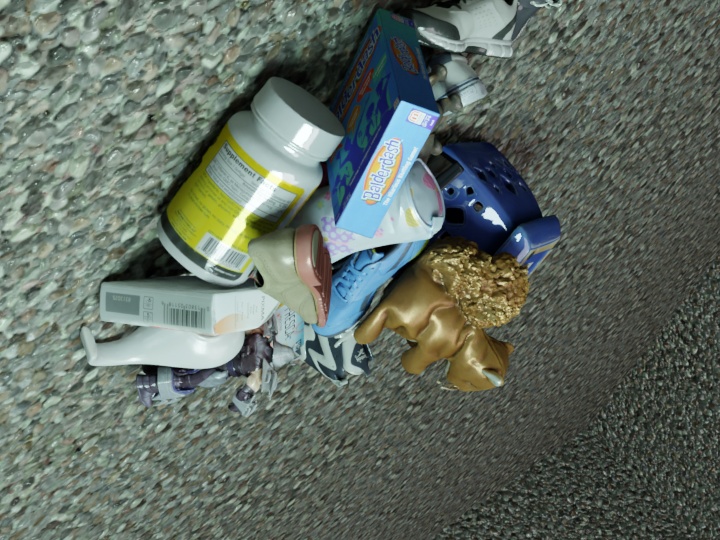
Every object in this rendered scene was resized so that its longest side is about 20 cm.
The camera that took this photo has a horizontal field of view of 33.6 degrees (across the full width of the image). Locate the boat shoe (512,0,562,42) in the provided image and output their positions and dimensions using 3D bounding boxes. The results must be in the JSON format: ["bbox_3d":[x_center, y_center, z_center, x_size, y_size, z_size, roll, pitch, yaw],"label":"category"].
[{"bbox_3d":[0.209,-0.335,1.394,0.073,0.063,0.200,-23,151,-41],"label":"boat shoe"}]

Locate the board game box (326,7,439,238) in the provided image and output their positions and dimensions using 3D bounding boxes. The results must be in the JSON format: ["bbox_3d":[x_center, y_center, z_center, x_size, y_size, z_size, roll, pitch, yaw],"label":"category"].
[{"bbox_3d":[0.015,-0.152,1.199,0.045,0.200,0.152,17,122,-18],"label":"board game box"}]

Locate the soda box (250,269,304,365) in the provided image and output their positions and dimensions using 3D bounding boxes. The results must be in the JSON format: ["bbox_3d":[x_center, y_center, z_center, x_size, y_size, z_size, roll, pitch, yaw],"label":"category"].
[{"bbox_3d":[-0.116,0.048,1.531,0.068,0.064,0.200,-35,158,-21],"label":"soda box"}]

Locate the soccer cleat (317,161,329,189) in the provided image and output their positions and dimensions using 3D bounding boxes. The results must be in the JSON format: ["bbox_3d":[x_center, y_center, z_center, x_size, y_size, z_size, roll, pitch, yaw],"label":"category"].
[{"bbox_3d":[0.001,-0.146,1.370,0.200,0.070,0.086,-45,158,4],"label":"soccer cleat"}]

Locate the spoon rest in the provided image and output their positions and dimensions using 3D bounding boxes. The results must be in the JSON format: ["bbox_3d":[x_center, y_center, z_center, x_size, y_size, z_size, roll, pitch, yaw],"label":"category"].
[{"bbox_3d":[-0.227,0.074,1.371,0.200,0.099,0.061,-9,159,-32],"label":"spoon rest"}]

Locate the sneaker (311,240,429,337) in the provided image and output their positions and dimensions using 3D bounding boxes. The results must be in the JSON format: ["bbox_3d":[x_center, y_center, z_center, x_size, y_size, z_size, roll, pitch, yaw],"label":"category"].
[{"bbox_3d":[0.000,0.000,1.476,0.200,0.066,0.078,-46,157,11],"label":"sneaker"}]

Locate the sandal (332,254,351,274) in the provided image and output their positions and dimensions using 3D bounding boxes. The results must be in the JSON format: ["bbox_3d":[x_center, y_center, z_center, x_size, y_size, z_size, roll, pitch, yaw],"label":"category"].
[{"bbox_3d":[-0.030,-0.024,1.530,0.082,0.055,0.200,-42,174,10],"label":"sandal"}]

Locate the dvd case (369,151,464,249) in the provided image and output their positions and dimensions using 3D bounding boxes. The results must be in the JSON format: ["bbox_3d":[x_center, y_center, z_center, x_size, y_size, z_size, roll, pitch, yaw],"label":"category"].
[{"bbox_3d":[0.052,-0.096,1.457,0.143,0.018,0.200,-41,-167,4],"label":"dvd case"}]

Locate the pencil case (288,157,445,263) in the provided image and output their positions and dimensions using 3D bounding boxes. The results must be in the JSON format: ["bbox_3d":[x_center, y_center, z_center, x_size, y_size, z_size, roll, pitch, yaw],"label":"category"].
[{"bbox_3d":[-0.009,-0.055,1.291,0.200,0.091,0.083,-19,158,28],"label":"pencil case"}]

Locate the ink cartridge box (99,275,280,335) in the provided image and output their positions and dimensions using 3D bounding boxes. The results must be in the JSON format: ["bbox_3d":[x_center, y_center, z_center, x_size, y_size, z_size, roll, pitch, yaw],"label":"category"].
[{"bbox_3d":[-0.161,0.035,1.312,0.200,0.162,0.050,0,94,-58],"label":"ink cartridge box"}]

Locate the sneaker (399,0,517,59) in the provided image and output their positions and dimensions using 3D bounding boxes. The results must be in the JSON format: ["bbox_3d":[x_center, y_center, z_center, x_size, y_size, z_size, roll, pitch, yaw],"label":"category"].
[{"bbox_3d":[0.108,-0.284,1.329,0.200,0.074,0.080,-11,119,-53],"label":"sneaker"}]

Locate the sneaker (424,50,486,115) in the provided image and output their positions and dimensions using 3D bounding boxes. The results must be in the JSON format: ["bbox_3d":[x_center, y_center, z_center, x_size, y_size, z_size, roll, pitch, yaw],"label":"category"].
[{"bbox_3d":[0.106,-0.224,1.391,0.073,0.071,0.200,-25,-175,0],"label":"sneaker"}]

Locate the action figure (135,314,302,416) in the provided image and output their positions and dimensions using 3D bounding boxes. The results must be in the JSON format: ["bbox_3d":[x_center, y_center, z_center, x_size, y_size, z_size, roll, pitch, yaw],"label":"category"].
[{"bbox_3d":[-0.166,0.115,1.435,0.200,0.130,0.069,-10,134,11],"label":"action figure"}]

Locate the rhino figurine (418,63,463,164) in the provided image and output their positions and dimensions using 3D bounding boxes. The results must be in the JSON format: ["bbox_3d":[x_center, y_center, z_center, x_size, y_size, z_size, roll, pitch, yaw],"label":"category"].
[{"bbox_3d":[0.049,-0.132,1.321,0.087,0.060,0.200,-40,162,-36],"label":"rhino figurine"}]

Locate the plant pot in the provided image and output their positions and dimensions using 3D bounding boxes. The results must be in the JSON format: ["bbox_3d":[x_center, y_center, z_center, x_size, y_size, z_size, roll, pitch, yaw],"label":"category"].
[{"bbox_3d":[0.151,-0.045,1.639,0.200,0.180,0.200,-51,165,22],"label":"plant pot"}]

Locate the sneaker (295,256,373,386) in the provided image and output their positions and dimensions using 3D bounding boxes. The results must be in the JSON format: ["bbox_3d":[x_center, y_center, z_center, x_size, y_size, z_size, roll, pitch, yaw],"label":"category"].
[{"bbox_3d":[-0.016,0.083,1.679,0.079,0.130,0.199,-15,145,-51],"label":"sneaker"}]

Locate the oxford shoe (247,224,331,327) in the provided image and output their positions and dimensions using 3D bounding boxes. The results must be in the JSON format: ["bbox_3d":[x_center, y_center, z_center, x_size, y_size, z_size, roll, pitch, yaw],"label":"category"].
[{"bbox_3d":[-0.071,0.005,1.238,0.075,0.071,0.200,0,154,6],"label":"oxford shoe"}]

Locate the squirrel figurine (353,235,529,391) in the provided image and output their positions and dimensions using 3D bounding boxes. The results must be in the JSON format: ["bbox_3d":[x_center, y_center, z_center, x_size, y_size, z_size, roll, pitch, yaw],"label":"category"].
[{"bbox_3d":[0.128,0.061,1.502,0.200,0.187,0.142,-47,-177,25],"label":"squirrel figurine"}]

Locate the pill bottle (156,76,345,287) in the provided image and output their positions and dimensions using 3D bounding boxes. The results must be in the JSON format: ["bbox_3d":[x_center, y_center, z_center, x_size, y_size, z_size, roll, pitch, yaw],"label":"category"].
[{"bbox_3d":[-0.111,-0.090,1.219,0.200,0.114,0.114,-51,157,19],"label":"pill bottle"}]
